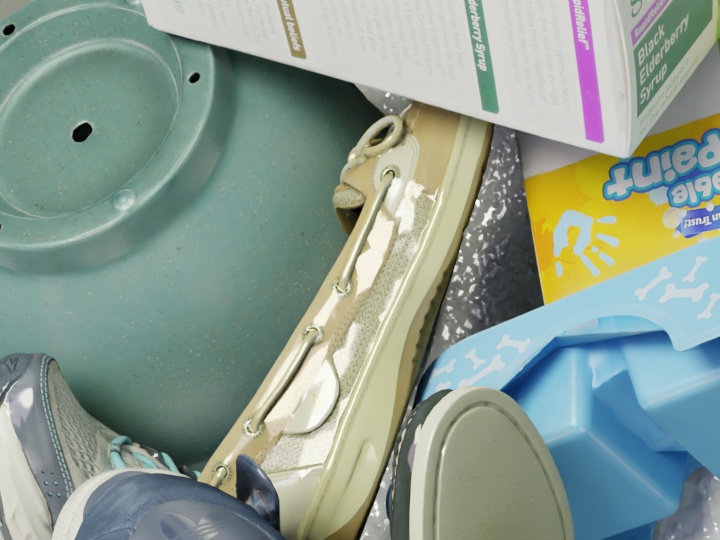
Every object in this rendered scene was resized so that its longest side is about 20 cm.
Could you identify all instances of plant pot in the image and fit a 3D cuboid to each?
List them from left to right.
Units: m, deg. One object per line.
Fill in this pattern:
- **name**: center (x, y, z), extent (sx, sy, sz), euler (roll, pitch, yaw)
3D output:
- **plant pot**: center (-0.086, -0.029, 0.828), extent (0.200, 0.134, 0.201), euler (-10, 59, 17)

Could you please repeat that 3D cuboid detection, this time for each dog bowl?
- **dog bowl**: center (0.101, 0.047, 0.721), extent (0.200, 0.111, 0.050), euler (-23, 45, 29)

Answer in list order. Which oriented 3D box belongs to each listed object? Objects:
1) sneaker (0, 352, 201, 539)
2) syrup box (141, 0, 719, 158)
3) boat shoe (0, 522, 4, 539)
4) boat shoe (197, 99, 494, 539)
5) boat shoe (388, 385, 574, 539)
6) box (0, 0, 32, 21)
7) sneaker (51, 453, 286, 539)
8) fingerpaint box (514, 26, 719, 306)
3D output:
- **sneaker**: center (-0.067, 0.101, 0.788), extent (0.086, 0.200, 0.078), euler (-23, 30, 12)
- **syrup box**: center (0.019, -0.112, 0.718), extent (0.200, 0.082, 0.079), euler (19, 51, 28)
- **boat shoe**: center (-0.140, 0.155, 0.822), extent (0.069, 0.057, 0.200), euler (-135, 33, -66)
- **boat shoe**: center (0.000, 0.001, 0.755), extent (0.063, 0.073, 0.201), euler (18, 81, 2)
- **boat shoe**: center (0.034, 0.120, 0.711), extent (0.066, 0.200, 0.074), euler (16, 46, 43)
- **box**: center (-0.254, -0.095, 0.967), extent (0.171, 0.200, 0.199), euler (-9, 69, 36)
- **sneaker**: center (-0.036, 0.153, 0.705), extent (0.081, 0.200, 0.146), euler (-33, 26, -20)
- **fingerpaint box**: center (0.153, -0.081, 0.744), extent (0.200, 0.073, 0.167), euler (-23, 61, 29)
